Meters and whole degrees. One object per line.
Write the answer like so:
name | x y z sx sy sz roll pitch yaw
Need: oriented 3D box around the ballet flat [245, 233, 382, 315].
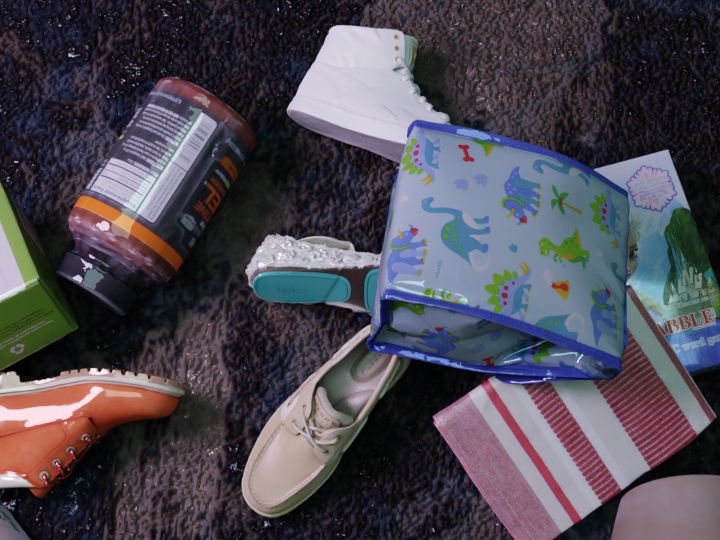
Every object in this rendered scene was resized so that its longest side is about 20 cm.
ballet flat | 0.000 0.000 0.969 0.199 0.072 0.072 9 75 1

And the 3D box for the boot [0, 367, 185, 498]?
boot | -0.243 0.136 0.931 0.199 0.075 0.108 -7 77 7

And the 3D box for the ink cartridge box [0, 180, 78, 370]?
ink cartridge box | -0.362 0.030 0.928 0.200 0.076 0.148 -30 50 -7

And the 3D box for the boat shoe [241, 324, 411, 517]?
boat shoe | -0.031 0.122 0.927 0.072 0.065 0.200 41 86 9

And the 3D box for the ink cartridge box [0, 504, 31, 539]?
ink cartridge box | -0.299 0.215 0.817 0.050 0.200 0.161 -46 57 -8

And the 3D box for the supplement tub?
supplement tub | -0.183 -0.062 0.964 0.107 0.107 0.200 29 78 8

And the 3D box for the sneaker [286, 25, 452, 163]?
sneaker | 0.045 -0.160 1.006 0.199 0.074 0.116 22 79 8

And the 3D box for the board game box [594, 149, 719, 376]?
board game box | 0.208 0.013 0.972 0.199 0.041 0.200 -16 75 -3

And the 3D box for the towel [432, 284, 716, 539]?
towel | 0.179 0.124 0.917 0.200 0.023 0.144 -35 97 -1

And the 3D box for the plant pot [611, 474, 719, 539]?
plant pot | 0.265 0.260 0.844 0.199 0.200 0.174 4 57 2

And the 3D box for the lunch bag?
lunch bag | 0.117 -0.009 0.881 0.199 0.128 0.171 10 63 -1
